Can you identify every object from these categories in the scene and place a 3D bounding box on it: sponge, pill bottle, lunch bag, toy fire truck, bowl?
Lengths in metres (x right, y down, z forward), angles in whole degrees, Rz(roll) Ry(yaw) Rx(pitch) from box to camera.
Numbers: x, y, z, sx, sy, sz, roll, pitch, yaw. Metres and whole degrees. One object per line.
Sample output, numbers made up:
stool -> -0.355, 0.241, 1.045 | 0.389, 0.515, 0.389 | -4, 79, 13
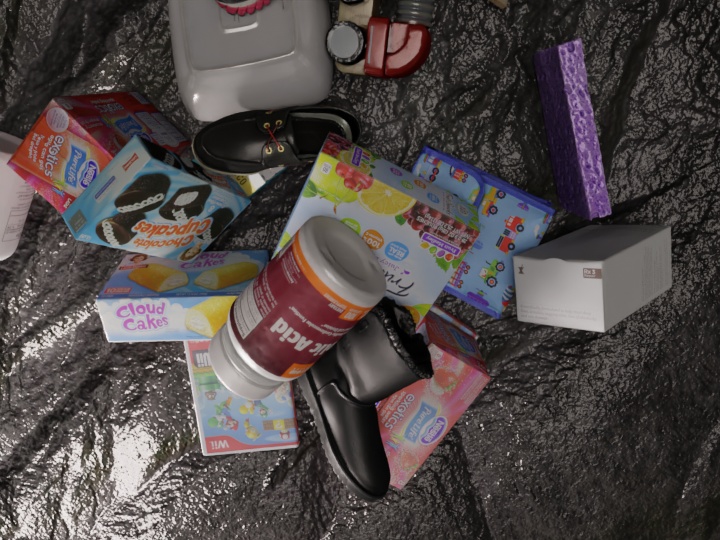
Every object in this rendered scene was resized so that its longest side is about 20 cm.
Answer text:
sponge -> 0.253, -0.169, 0.759 | 0.029, 0.112, 0.204 | -15, 103, 3
pill bottle -> -0.491, -0.073, 0.799 | 0.113, 0.114, 0.203 | 24, 102, -4
lunch bag -> 0.126, -0.058, 0.812 | 0.197, 0.094, 0.153 | 26, 106, 7
pill bottle -> -0.075, 0.047, 0.688 | 0.114, 0.114, 0.200 | 42, 116, -8
toy fire truck -> 0.073, -0.315, 0.738 | 0.196, 0.129, 0.180 | 9, 104, 10
bowl -> -0.135, -0.290, 0.735 | 0.196, 0.075, 0.204 | -7, 85, 4

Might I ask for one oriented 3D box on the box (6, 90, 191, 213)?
box -> -0.293, -0.138, 0.733 | 0.100, 0.200, 0.095 | 43, 107, -8

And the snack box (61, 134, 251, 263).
snack box -> -0.217, -0.070, 0.702 | 0.116, 0.200, 0.037 | -43, 73, 10

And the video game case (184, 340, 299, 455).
video game case -> -0.168, 0.160, 0.887 | 0.140, 0.017, 0.204 | -6, 103, 2

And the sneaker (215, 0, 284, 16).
sneaker -> -0.074, -0.336, 0.651 | 0.198, 0.075, 0.082 | -27, 85, 8

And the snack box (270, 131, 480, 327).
snack box -> 0.014, -0.037, 0.737 | 0.197, 0.068, 0.170 | 26, 122, -8

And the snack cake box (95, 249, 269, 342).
snack cake box -> -0.219, 0.031, 0.811 | 0.196, 0.116, 0.068 | -2, 122, 1

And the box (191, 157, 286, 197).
box -> -0.154, -0.137, 0.809 | 0.199, 0.049, 0.083 | -37, 100, 9

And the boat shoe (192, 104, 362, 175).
boat shoe -> -0.094, -0.156, 0.727 | 0.198, 0.063, 0.075 | -9, 89, -23

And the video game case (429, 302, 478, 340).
video game case -> 0.040, 0.086, 0.847 | 0.198, 0.018, 0.144 | 34, 108, -14

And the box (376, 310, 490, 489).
box -> 0.067, 0.165, 0.815 | 0.094, 0.103, 0.201 | 30, 108, -12

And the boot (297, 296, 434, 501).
boot -> 0.019, 0.142, 0.721 | 0.162, 0.073, 0.200 | -40, 69, 30

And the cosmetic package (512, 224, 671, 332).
cosmetic package -> 0.280, 0.002, 0.744 | 0.198, 0.112, 0.083 | -19, 107, -40
